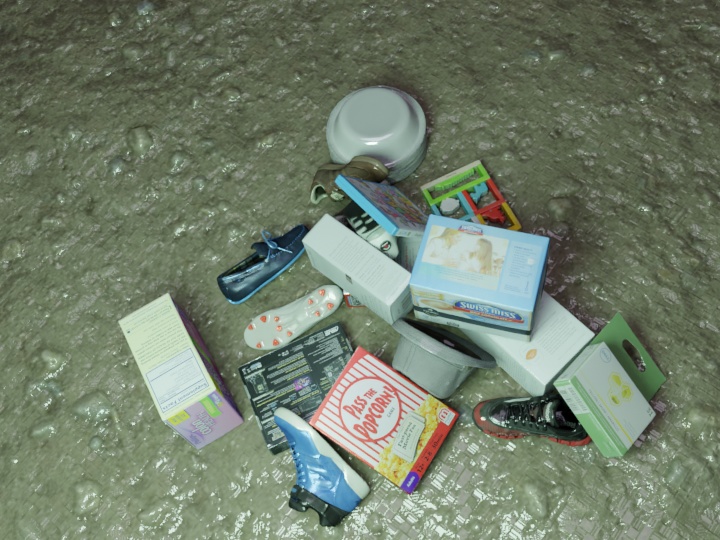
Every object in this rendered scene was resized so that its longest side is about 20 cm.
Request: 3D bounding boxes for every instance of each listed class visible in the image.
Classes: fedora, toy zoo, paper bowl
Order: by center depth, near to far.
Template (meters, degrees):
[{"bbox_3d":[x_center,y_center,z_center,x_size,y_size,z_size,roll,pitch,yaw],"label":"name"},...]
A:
[{"bbox_3d":[0.123,0.151,1.348,0.176,0.199,0.091,28,96,30],"label":"fedora"},{"bbox_3d":[0.212,-0.103,1.534,0.130,0.021,0.201,-25,63,-5],"label":"toy zoo"},{"bbox_3d":[0.031,-0.274,1.602,0.198,0.105,0.203,-3,62,5],"label":"paper bowl"}]

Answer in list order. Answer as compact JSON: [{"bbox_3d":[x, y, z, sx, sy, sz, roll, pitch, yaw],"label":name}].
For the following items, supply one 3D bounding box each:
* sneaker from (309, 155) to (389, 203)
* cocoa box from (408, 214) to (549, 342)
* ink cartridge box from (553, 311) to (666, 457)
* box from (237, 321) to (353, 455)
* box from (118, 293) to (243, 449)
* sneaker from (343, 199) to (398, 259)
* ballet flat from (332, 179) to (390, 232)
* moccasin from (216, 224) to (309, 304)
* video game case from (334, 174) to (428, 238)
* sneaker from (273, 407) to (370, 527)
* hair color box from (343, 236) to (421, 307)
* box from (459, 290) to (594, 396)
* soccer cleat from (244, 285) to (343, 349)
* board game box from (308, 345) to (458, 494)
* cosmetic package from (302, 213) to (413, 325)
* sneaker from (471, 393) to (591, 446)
[{"bbox_3d":[-0.022,-0.160,1.534,0.199,0.070,0.076,-2,60,54],"label":"sneaker"},{"bbox_3d":[0.191,0.013,1.306,0.198,0.132,0.135,12,67,15],"label":"cocoa box"},{"bbox_3d":[0.409,0.173,1.288,0.200,0.048,0.146,-38,94,-29],"label":"ink cartridge box"},{"bbox_3d":[-0.093,0.201,1.410,0.198,0.044,0.161,-25,63,-5],"label":"box"},{"bbox_3d":[-0.299,0.172,1.379,0.096,0.176,0.201,-29,62,-7],"label":"box"},{"bbox_3d":[0.024,-0.078,1.460,0.074,0.089,0.201,-31,27,10],"label":"sneaker"},{"bbox_3d":[-0.018,-0.099,1.557,0.067,0.046,0.200,43,81,1],"label":"ballet flat"},{"bbox_3d":[-0.176,-0.022,1.506,0.200,0.068,0.080,-43,24,-15],"label":"moccasin"},{"bbox_3d":[0.056,-0.105,1.400,0.143,0.199,0.018,45,110,23],"label":"video game case"},{"bbox_3d":[-0.089,0.321,1.307,0.200,0.077,0.111,46,75,-3],"label":"sneaker"},{"bbox_3d":[0.070,0.001,1.478,0.197,0.064,0.112,-2,63,5],"label":"hair color box"},{"bbox_3d":[0.273,0.101,1.379,0.124,0.098,0.200,-41,65,-12],"label":"box"},{"bbox_3d":[-0.116,0.086,1.465,0.199,0.078,0.070,-27,87,14],"label":"soccer cleat"},{"bbox_3d":[0.036,0.243,1.333,0.199,0.046,0.152,33,76,4],"label":"board game box"},{"bbox_3d":[0.000,0.000,1.397,0.199,0.102,0.074,34,73,23],"label":"cosmetic package"},{"bbox_3d":[0.277,0.233,1.311,0.198,0.098,0.072,5,65,12],"label":"sneaker"}]
